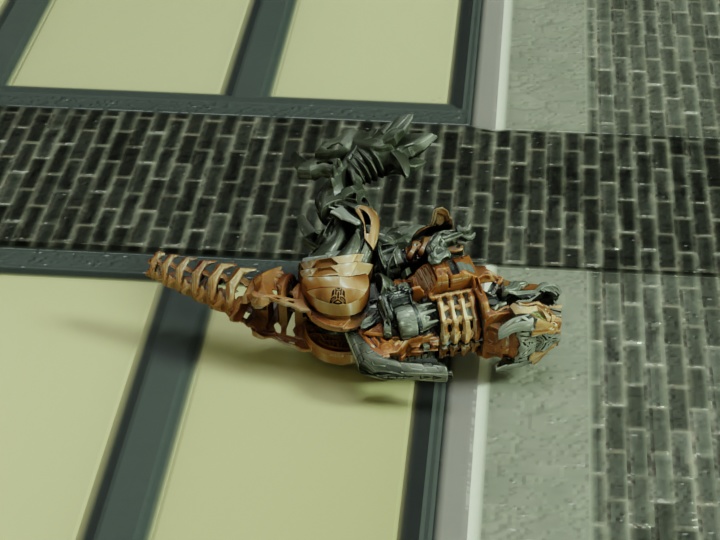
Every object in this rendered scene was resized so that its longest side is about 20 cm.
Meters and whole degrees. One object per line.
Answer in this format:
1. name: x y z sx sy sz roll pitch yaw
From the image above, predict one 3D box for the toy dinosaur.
1. toy dinosaur: 0.000 0.000 1.206 0.200 0.102 0.136 19 43 -11
